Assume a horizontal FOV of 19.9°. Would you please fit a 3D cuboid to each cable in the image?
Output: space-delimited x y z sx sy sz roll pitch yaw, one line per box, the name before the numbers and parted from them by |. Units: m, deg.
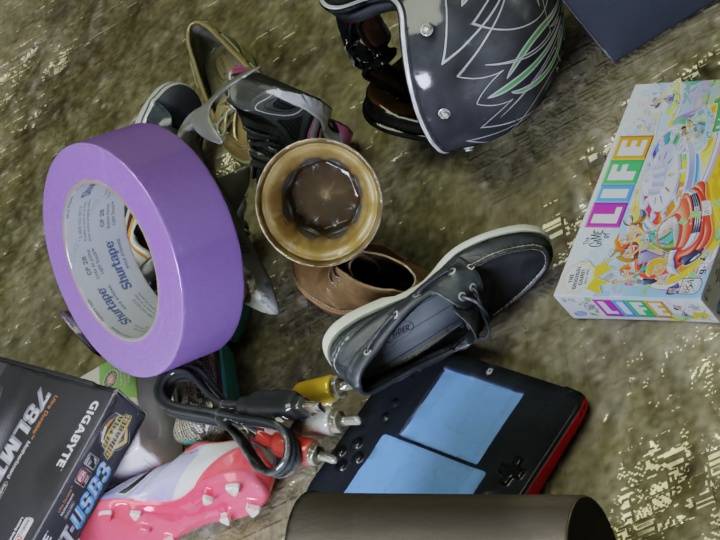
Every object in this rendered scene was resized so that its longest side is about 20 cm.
cable | -0.090 0.124 1.656 0.199 0.050 0.098 -1 60 40

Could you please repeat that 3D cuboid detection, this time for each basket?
basket | 0.069 0.222 1.397 0.199 0.181 0.136 -13 8 25

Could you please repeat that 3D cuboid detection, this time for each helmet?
helmet | 0.078 -0.198 1.715 0.190 0.200 0.201 19 71 40

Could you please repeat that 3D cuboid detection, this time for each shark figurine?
shark figurine | -0.118 -0.078 1.718 0.128 0.215 0.089 20 44 37

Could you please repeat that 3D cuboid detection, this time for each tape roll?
tape roll | -0.181 -0.017 1.690 0.065 0.201 0.200 -22 24 -37

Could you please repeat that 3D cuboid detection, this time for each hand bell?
hand bell | -0.024 -0.073 1.741 0.104 0.104 0.200 -37 5 11

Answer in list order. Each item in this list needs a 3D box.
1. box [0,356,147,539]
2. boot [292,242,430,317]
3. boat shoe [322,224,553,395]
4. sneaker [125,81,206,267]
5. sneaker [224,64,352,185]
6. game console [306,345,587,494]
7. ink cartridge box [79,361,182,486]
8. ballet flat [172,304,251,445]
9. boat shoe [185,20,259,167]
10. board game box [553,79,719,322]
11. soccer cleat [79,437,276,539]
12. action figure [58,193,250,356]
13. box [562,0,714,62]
box | -0.299 0.178 1.735 0.198 0.050 0.201 10 66 46
boot | 0.000 0.000 1.703 0.200 0.075 0.074 20 73 50
boat shoe | 0.068 0.035 1.592 0.198 0.075 0.066 -24 37 -3
sneaker | -0.179 -0.085 1.935 0.079 0.078 0.201 -1 68 48
sneaker | -0.066 -0.110 1.785 0.080 0.200 0.087 23 85 26
game console | 0.059 0.144 1.560 0.199 0.031 0.177 16 69 47
ink cartridge box | -0.253 0.169 1.791 0.199 0.067 0.118 -29 43 19
ballet flat | -0.136 0.064 1.772 0.075 0.068 0.201 -10 52 17
boat shoe | -0.122 -0.171 1.968 0.073 0.063 0.201 -36 40 12
board game box | 0.240 -0.055 1.564 0.134 0.034 0.201 0 57 42
soccer cleat | -0.154 0.183 1.699 0.199 0.067 0.077 -18 35 29
action figure | -0.171 -0.005 1.833 0.200 0.130 0.069 -47 63 7
box | 0.246 -0.319 1.718 0.199 0.123 0.199 -31 42 18
